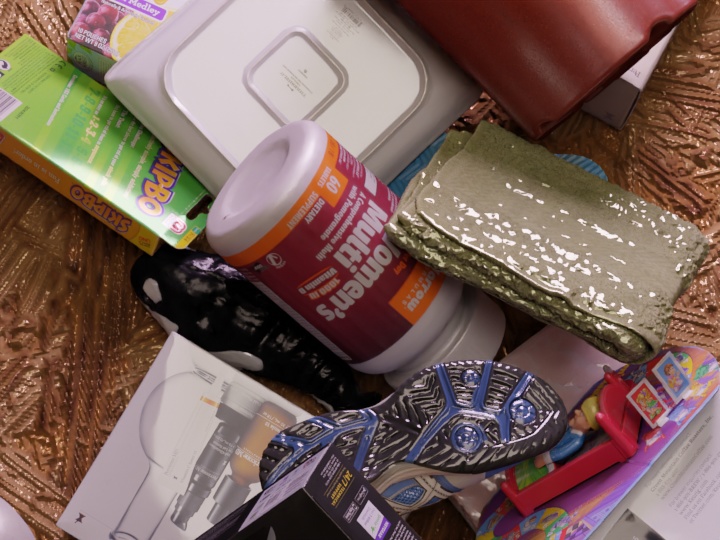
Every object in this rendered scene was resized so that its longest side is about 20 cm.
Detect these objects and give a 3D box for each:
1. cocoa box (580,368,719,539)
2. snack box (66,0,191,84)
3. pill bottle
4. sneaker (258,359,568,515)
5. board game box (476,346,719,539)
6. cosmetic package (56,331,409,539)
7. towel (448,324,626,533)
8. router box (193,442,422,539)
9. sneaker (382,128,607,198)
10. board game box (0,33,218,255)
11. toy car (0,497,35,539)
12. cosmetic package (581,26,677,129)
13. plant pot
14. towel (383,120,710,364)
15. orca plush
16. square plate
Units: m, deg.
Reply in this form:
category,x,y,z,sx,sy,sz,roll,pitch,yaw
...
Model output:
category,x,y,z,sx,sy,sz,roll,pitch,yaw
cocoa box,0.211,0.192,1.273,0.133,0.131,0.200,39,69,10
snack box,-0.114,-0.215,1.462,0.141,0.053,0.201,24,69,1
pill bottle,0.000,0.000,1.330,0.200,0.109,0.110,41,66,-22
sneaker,0.034,0.113,1.254,0.198,0.077,0.076,-13,64,-1
board game box,0.140,0.107,1.279,0.200,0.158,0.039,-45,105,-15
cosmetic package,-0.079,0.157,1.311,0.199,0.052,0.152,30,83,5
towel,0.162,0.140,1.375,0.190,0.032,0.200,-35,77,-17
router box,-0.037,0.219,1.213,0.157,0.200,0.052,48,35,-8
sneaker,0.084,-0.049,1.417,0.198,0.081,0.077,13,68,19
board game box,-0.188,-0.087,1.399,0.199,0.030,0.096,32,43,8
toy car,-0.251,0.235,1.219,0.175,0.150,0.200,-41,79,-19
cosmetic package,0.203,-0.221,1.497,0.105,0.071,0.201,27,68,4
plant pot,0.115,-0.209,1.353,0.200,0.201,0.196,-39,88,-19
towel,0.124,-0.022,1.299,0.199,0.037,0.149,25,42,11
orca plush,-0.074,0.042,1.359,0.105,0.071,0.200,-39,79,-19
square plate,-0.047,-0.134,1.394,0.198,0.028,0.200,-44,85,-7
